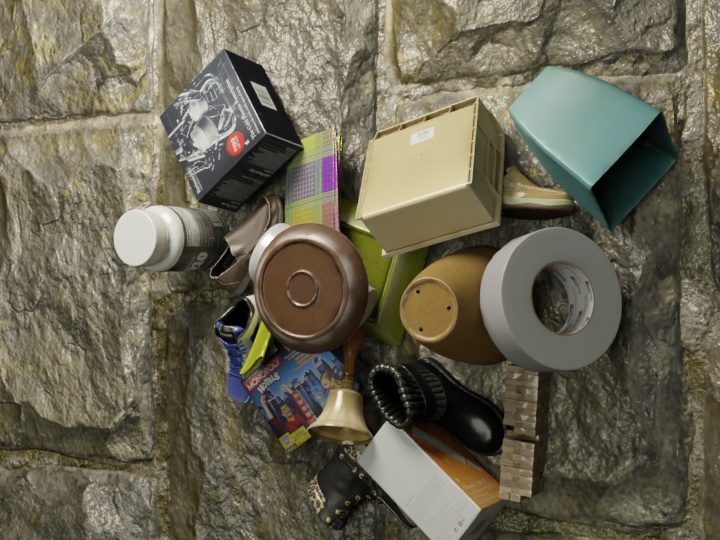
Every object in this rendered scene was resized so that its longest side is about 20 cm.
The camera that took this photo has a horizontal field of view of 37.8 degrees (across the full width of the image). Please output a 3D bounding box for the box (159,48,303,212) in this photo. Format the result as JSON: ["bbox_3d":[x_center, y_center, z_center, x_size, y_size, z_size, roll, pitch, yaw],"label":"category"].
[{"bbox_3d":[-0.225,-0.239,1.810,0.182,0.104,0.201,-41,61,24],"label":"box"}]

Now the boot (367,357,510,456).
[{"bbox_3d":[0.118,0.215,1.602,0.211,0.157,0.080,37,108,24],"label":"boot"}]

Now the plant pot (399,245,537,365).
[{"bbox_3d":[0.145,0.056,1.564,0.185,0.199,0.189,1,91,29],"label":"plant pot"}]

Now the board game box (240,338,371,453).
[{"bbox_3d":[-0.096,0.167,1.761,0.199,0.062,0.201,-38,82,24],"label":"board game box"}]

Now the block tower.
[{"bbox_3d":[0.249,0.244,1.588,0.054,0.058,0.202,5,94,29],"label":"block tower"}]

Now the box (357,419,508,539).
[{"bbox_3d":[0.114,0.321,1.623,0.200,0.124,0.098,43,109,23],"label":"box"}]

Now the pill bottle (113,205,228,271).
[{"bbox_3d":[-0.328,-0.055,1.833,0.112,0.199,0.114,0,90,30],"label":"pill bottle"}]

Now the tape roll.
[{"bbox_3d":[0.271,0.043,1.493,0.066,0.198,0.203,158,104,-67],"label":"tape roll"}]

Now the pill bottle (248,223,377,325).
[{"bbox_3d":[-0.072,0.014,1.678,0.199,0.111,0.112,29,104,21],"label":"pill bottle"}]

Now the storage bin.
[{"bbox_3d":[0.109,-0.145,1.600,0.198,0.094,0.200,-16,45,29],"label":"storage bin"}]

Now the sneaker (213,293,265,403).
[{"bbox_3d":[-0.212,0.127,1.816,0.080,0.115,0.202,18,99,29],"label":"sneaker"}]

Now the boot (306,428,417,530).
[{"bbox_3d":[0.005,0.370,1.716,0.151,0.073,0.200,-49,64,19],"label":"boot"}]

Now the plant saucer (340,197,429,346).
[{"bbox_3d":[0.000,0.000,1.733,0.198,0.048,0.202,21,100,28],"label":"plant saucer"}]

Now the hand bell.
[{"bbox_3d":[-0.019,0.165,1.664,0.103,0.104,0.202,-7,62,29],"label":"hand bell"}]

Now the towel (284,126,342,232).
[{"bbox_3d":[-0.078,-0.126,1.756,0.143,0.023,0.202,-13,74,48],"label":"towel"}]

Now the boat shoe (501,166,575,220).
[{"bbox_3d":[0.231,-0.122,1.593,0.198,0.072,0.077,4,77,28],"label":"boat shoe"}]

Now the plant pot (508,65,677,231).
[{"bbox_3d":[0.317,-0.189,1.488,0.141,0.141,0.200,-46,56,0],"label":"plant pot"}]

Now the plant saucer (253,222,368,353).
[{"bbox_3d":[-0.083,0.028,1.607,0.198,0.032,0.203,0,91,25],"label":"plant saucer"}]

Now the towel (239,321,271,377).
[{"bbox_3d":[-0.151,0.079,1.747,0.018,0.201,0.086,27,142,-11],"label":"towel"}]

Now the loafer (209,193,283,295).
[{"bbox_3d":[-0.198,-0.046,1.820,0.201,0.071,0.073,-61,37,16],"label":"loafer"}]
